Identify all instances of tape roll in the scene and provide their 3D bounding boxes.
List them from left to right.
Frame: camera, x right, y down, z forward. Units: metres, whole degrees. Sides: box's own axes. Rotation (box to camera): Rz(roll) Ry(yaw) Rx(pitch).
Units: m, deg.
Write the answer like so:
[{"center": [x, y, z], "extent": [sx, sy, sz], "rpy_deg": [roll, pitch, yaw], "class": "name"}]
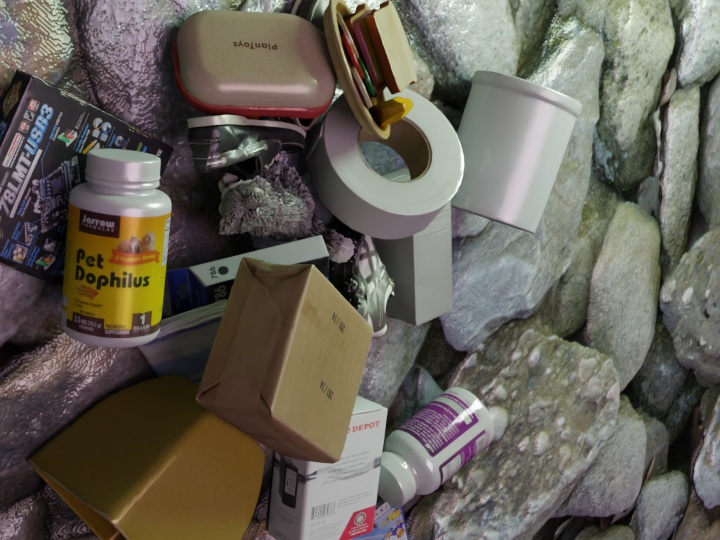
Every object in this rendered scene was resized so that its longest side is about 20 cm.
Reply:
[{"center": [0.033, -0.145, 1.382], "extent": [0.201, 0.071, 0.204], "rpy_deg": [9, 62, -18], "class": "tape roll"}]

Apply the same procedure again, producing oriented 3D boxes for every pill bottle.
[{"center": [-0.263, -0.026, 1.134], "extent": [0.109, 0.109, 0.202], "rpy_deg": [-5, 108, -42], "class": "pill bottle"}, {"center": [0.107, 0.279, 1.643], "extent": [0.199, 0.112, 0.113], "rpy_deg": [-32, 123, -32], "class": "pill bottle"}]

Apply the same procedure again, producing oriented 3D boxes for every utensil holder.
[{"center": [0.218, -0.174, 1.559], "extent": [0.169, 0.169, 0.202], "rpy_deg": [15, 94, -44], "class": "utensil holder"}]

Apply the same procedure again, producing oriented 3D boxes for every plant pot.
[{"center": [-0.232, 0.243, 1.260], "extent": [0.200, 0.195, 0.195], "rpy_deg": [-48, 131, -23], "class": "plant pot"}]

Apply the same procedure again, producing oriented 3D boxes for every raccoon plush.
[{"center": [-0.088, -0.064, 1.291], "extent": [0.199, 0.134, 0.097], "rpy_deg": [23, 109, -9], "class": "raccoon plush"}]

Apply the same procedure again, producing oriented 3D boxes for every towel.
[{"center": [-0.183, 0.127, 1.322], "extent": [0.146, 0.024, 0.201], "rpy_deg": [-17, 128, 10], "class": "towel"}]

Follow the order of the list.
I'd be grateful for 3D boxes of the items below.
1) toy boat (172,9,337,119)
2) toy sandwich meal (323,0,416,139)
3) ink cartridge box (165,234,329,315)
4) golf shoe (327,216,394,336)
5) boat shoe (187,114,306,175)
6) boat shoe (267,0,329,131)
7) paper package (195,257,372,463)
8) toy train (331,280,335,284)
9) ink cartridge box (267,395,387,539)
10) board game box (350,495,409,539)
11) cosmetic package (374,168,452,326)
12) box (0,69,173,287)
[{"center": [-0.128, -0.227, 1.259], "extent": [0.198, 0.131, 0.132], "rpy_deg": [0, 64, -17], "class": "toy boat"}, {"center": [0.019, -0.258, 1.297], "extent": [0.205, 0.070, 0.207], "rpy_deg": [-18, 90, -76], "class": "toy sandwich meal"}, {"center": [-0.137, 0.020, 1.300], "extent": [0.198, 0.039, 0.100], "rpy_deg": [-13, 147, -12], "class": "ink cartridge box"}, {"center": [0.000, 0.000, 1.439], "extent": [0.094, 0.077, 0.202], "rpy_deg": [28, 54, -41], "class": "golf shoe"}, {"center": [-0.133, -0.147, 1.255], "extent": [0.199, 0.071, 0.068], "rpy_deg": [-8, 92, -59], "class": "boat shoe"}, {"center": [-0.061, -0.275, 1.339], "extent": [0.072, 0.059, 0.202], "rpy_deg": [17, 92, -44], "class": "boat shoe"}, {"center": [-0.081, 0.108, 1.243], "extent": [0.200, 0.103, 0.192], "rpy_deg": [46, 54, -55], "class": "paper package"}, {"center": [-0.059, 0.039, 1.447], "extent": [0.199, 0.056, 0.042], "rpy_deg": [-5, 107, -42], "class": "toy train"}, {"center": [-0.048, 0.289, 1.520], "extent": [0.144, 0.083, 0.202], "rpy_deg": [-5, 106, -42], "class": "ink cartridge box"}, {"center": [-0.009, 0.449, 1.643], "extent": [0.199, 0.034, 0.136], "rpy_deg": [-33, 124, -31], "class": "board game box"}, {"center": [0.070, -0.033, 1.510], "extent": [0.090, 0.106, 0.202], "rpy_deg": [-22, 120, -36], "class": "cosmetic package"}, {"center": [-0.328, -0.087, 1.159], "extent": [0.198, 0.050, 0.201], "rpy_deg": [25, 87, -44], "class": "box"}]
